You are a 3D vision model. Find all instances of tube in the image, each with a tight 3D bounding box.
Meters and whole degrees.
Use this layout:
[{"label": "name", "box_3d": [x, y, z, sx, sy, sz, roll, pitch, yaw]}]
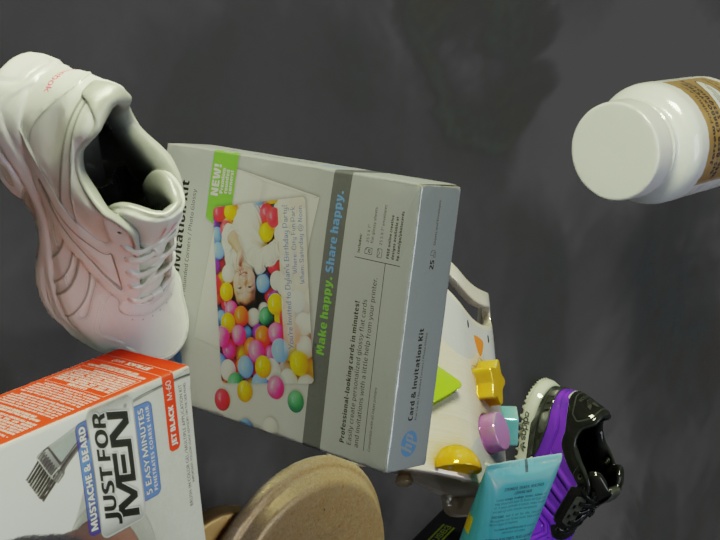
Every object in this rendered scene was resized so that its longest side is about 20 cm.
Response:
[{"label": "tube", "box_3d": [0.098, 0.230, 1.000, 0.077, 0.050, 0.202, -6, 124, -40]}]

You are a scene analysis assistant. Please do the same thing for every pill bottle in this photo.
[{"label": "pill bottle", "box_3d": [0.288, -0.124, 1.219, 0.199, 0.113, 0.116, -15, 112, -50]}]

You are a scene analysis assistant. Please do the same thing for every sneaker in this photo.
[{"label": "sneaker", "box_3d": [-0.131, -0.020, 0.695, 0.078, 0.099, 0.201, -49, 135, -33]}, {"label": "sneaker", "box_3d": [0.199, 0.211, 1.211, 0.069, 0.099, 0.203, -14, 111, -48]}]

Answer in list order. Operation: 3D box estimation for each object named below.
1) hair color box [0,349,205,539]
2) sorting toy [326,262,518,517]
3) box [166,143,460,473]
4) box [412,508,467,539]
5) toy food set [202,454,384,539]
[{"label": "hair color box", "box_3d": [-0.172, 0.124, 0.653, 0.199, 0.063, 0.112, -22, 114, -48]}, {"label": "sorting toy", "box_3d": [0.073, 0.089, 1.030, 0.200, 0.106, 0.182, 34, 55, -52]}, {"label": "box", "box_3d": [-0.041, 0.014, 0.742, 0.041, 0.199, 0.158, -1, 101, -50]}, {"label": "box", "box_3d": [0.053, 0.336, 1.100, 0.193, 0.047, 0.202, -38, 128, -44]}, {"label": "toy food set", "box_3d": [-0.055, 0.227, 0.911, 0.200, 0.048, 0.200, -37, 131, -37]}]
